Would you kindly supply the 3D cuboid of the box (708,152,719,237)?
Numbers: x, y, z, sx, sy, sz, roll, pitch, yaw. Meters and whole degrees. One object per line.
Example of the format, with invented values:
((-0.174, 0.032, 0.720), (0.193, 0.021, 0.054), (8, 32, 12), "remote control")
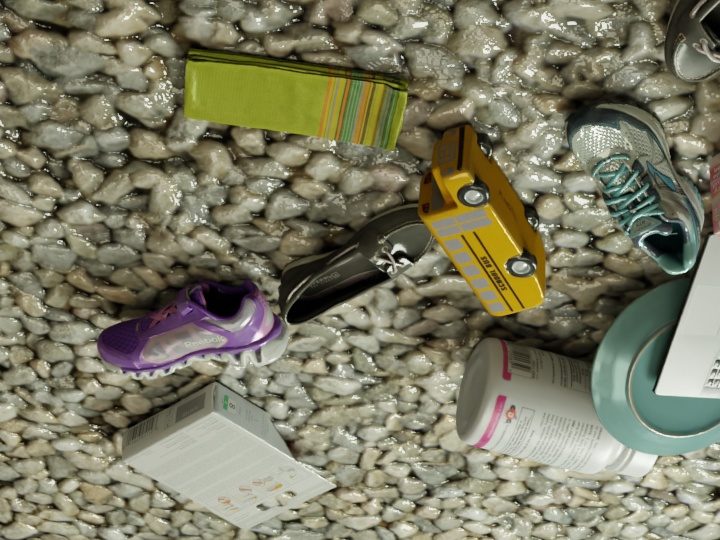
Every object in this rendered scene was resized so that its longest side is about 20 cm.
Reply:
((0.411, -0.089, 1.474), (0.102, 0.095, 0.200), (32, 133, -26), "box")

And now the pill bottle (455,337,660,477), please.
((0.209, 0.147, 1.764), (0.199, 0.114, 0.114), (15, 139, -10), "pill bottle")

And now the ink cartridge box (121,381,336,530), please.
((-0.150, 0.216, 1.945), (0.161, 0.050, 0.200), (-29, 133, 34), "ink cartridge box")

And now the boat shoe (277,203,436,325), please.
((0.000, 0.000, 1.659), (0.199, 0.057, 0.067), (-26, 130, 32), "boat shoe")

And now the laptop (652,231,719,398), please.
((0.411, 0.077, 1.608), (0.199, 0.116, 0.188), (4, 121, -15), "laptop")

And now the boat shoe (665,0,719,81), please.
((0.302, -0.213, 1.359), (0.066, 0.057, 0.200), (17, 138, -13), "boat shoe")

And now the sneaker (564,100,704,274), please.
((0.253, -0.072, 1.520), (0.077, 0.087, 0.200), (-25, 131, 30), "sneaker")

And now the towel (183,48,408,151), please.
((-0.059, -0.151, 1.520), (0.199, 0.018, 0.086), (8, 139, -2), "towel")

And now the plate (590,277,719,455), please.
((0.327, 0.102, 1.691), (0.199, 0.026, 0.201), (-5, 115, -11), "plate")

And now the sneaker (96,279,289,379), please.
((-0.177, 0.052, 1.735), (0.199, 0.081, 0.089), (-8, 132, 8), "sneaker")

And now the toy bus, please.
((0.115, -0.044, 1.588), (0.078, 0.065, 0.200), (-15, 136, 25), "toy bus")
